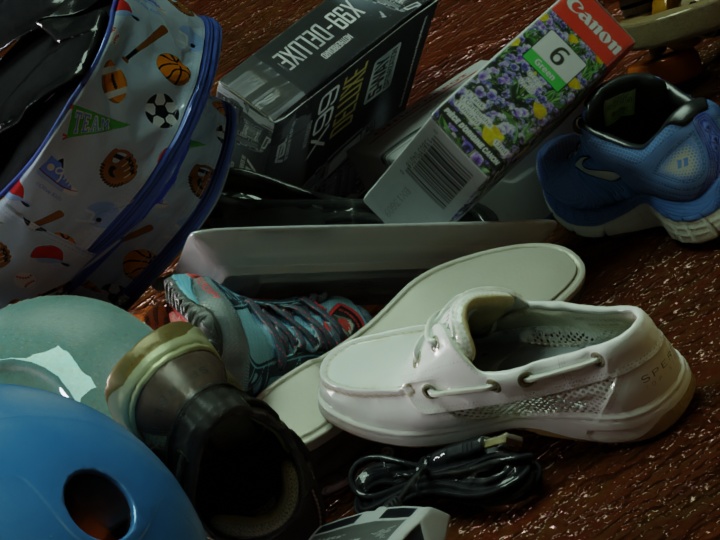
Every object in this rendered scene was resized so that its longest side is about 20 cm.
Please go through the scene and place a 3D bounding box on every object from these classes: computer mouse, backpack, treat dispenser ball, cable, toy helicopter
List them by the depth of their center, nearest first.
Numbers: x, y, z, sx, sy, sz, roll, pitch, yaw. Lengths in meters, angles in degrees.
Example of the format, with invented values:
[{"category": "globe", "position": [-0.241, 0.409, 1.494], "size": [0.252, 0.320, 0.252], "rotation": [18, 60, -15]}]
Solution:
[{"category": "treat dispenser ball", "position": [-0.160, 0.148, 1.149], "size": [0.201, 0.201, 0.201], "rotation": [-27, 16, 8]}, {"category": "computer mouse", "position": [0.004, 0.135, 1.207], "size": [0.110, 0.044, 0.200], "rotation": [-12, 17, 33]}, {"category": "backpack", "position": [-0.154, -0.071, 1.495], "size": [0.191, 0.154, 0.200], "rotation": [-48, 28, 40]}, {"category": "cable", "position": [-0.023, -0.021, 1.555], "size": [0.200, 0.050, 0.097], "rotation": [-3, 43, -11]}, {"category": "toy helicopter", "position": [0.256, -0.179, 1.683], "size": [0.200, 0.079, 0.132], "rotation": [-21, 6, -20]}]

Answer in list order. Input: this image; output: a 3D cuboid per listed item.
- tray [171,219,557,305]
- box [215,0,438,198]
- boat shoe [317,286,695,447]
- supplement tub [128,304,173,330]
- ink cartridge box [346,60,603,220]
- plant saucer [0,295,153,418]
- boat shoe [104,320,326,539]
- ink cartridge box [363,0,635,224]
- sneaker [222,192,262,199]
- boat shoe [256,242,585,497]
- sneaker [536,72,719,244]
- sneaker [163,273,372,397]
[{"category": "tray", "position": [0.000, 0.000, 1.465], "size": [0.200, 0.022, 0.107], "rotation": [-2, -15, -12]}, {"category": "box", "position": [-0.035, -0.083, 1.711], "size": [0.158, 0.050, 0.200], "rotation": [-40, -20, -34]}, {"category": "boat shoe", "position": [0.060, 0.038, 1.281], "size": [0.200, 0.069, 0.071], "rotation": [-4, 40, 32]}, {"category": "supplement tub", "position": [-0.178, 0.099, 1.475], "size": [0.200, 0.123, 0.123], "rotation": [-23, 17, 18]}, {"category": "ink cartridge box", "position": [0.071, -0.074, 1.677], "size": [0.116, 0.068, 0.200], "rotation": [-34, 16, -17]}, {"category": "plant saucer", "position": [-0.178, 0.103, 1.378], "size": [0.201, 0.039, 0.201], "rotation": [-10, 68, 25]}, {"category": "boat shoe", "position": [-0.058, 0.097, 1.234], "size": [0.073, 0.200, 0.065], "rotation": [-39, 56, -3]}, {"category": "ink cartridge box", "position": [0.096, -0.101, 1.497], "size": [0.200, 0.050, 0.109], "rotation": [-42, -3, -31]}, {"category": "sneaker", "position": [-0.090, 0.047, 1.584], "size": [0.076, 0.091, 0.200], "rotation": [22, 64, 22]}, {"category": "boat shoe", "position": [0.030, 0.052, 1.387], "size": [0.200, 0.057, 0.067], "rotation": [-30, 50, -16]}, {"category": "sneaker", "position": [0.154, -0.071, 1.489], "size": [0.079, 0.089, 0.200], "rotation": [-35, 15, -21]}, {"category": "sneaker", "position": [-0.043, 0.033, 1.425], "size": [0.095, 0.079, 0.200], "rotation": [-20, -10, 7]}]
